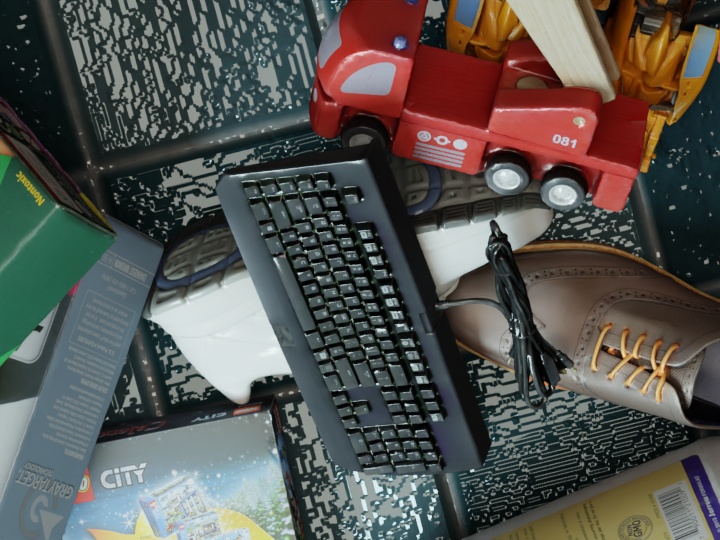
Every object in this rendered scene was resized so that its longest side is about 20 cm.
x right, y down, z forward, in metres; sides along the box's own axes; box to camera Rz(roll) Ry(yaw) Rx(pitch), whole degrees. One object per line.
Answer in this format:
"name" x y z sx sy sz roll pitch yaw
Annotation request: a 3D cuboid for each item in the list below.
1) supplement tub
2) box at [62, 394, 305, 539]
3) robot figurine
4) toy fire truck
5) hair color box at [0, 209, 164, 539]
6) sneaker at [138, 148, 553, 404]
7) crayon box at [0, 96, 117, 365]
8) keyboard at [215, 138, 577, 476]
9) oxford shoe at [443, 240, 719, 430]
"supplement tub" 0.107 0.175 1.175 0.200 0.145 0.145 -23 98 5
"box" -0.125 0.146 1.230 0.200 0.038 0.137 -11 98 3
"robot figurine" 0.105 -0.129 1.124 0.145 0.058 0.200 12 138 0
"toy fire truck" 0.085 -0.093 1.088 0.200 0.049 0.141 15 138 -1
"hair color box" -0.174 0.063 1.165 0.099 0.061 0.200 16 83 27
"sneaker" 0.000 0.000 1.185 0.200 0.075 0.087 -18 124 21
"crayon box" -0.232 -0.024 1.148 0.173 0.058 0.200 -46 62 7
"keyboard" 0.022 0.021 1.144 0.127 0.021 0.200 -10 133 13
"oxford shoe" 0.130 0.032 1.188 0.200 0.073 0.071 12 100 0
